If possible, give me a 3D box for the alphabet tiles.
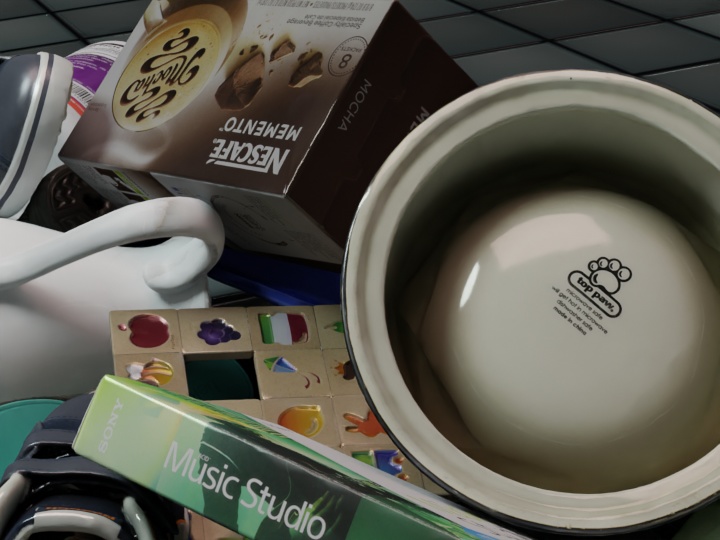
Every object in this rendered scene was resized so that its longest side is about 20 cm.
[{"bbox_3d":[-0.025,0.081,0.856,0.165,0.008,0.201,-1,39,-10],"label":"alphabet tiles"}]

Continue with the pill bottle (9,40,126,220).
[{"bbox_3d":[-0.194,-0.097,1.364,0.111,0.114,0.200,2,20,21],"label":"pill bottle"}]

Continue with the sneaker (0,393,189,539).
[{"bbox_3d":[-0.106,0.102,0.748,0.078,0.080,0.201,4,36,-4],"label":"sneaker"}]

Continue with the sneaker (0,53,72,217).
[{"bbox_3d":[-0.218,-0.069,1.031,0.079,0.079,0.200,19,-23,-22],"label":"sneaker"}]

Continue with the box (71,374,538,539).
[{"bbox_3d":[0.009,0.097,0.716,0.199,0.037,0.144,20,-3,27],"label":"box"}]

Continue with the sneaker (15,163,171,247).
[{"bbox_3d":[-0.133,-0.028,1.131,0.199,0.077,0.114,-23,-10,-46],"label":"sneaker"}]

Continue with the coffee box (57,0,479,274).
[{"bbox_3d":[-0.049,-0.073,0.967,0.199,0.080,0.114,13,68,49],"label":"coffee box"}]

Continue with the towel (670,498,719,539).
[{"bbox_3d":[0.210,0.088,0.728,0.149,0.031,0.199,-40,14,-33],"label":"towel"}]

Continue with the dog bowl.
[{"bbox_3d":[0.091,0.021,0.812,0.198,0.202,0.074,-5,-20,-1],"label":"dog bowl"}]

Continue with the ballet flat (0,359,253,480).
[{"bbox_3d":[-0.128,0.091,0.891,0.199,0.068,0.068,-14,-23,-51],"label":"ballet flat"}]

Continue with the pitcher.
[{"bbox_3d":[-0.167,0.018,0.963,0.198,0.172,0.122,-6,60,-11],"label":"pitcher"}]

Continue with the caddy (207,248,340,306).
[{"bbox_3d":[0.000,0.000,1.055,0.141,0.106,0.199,12,5,-40],"label":"caddy"}]
